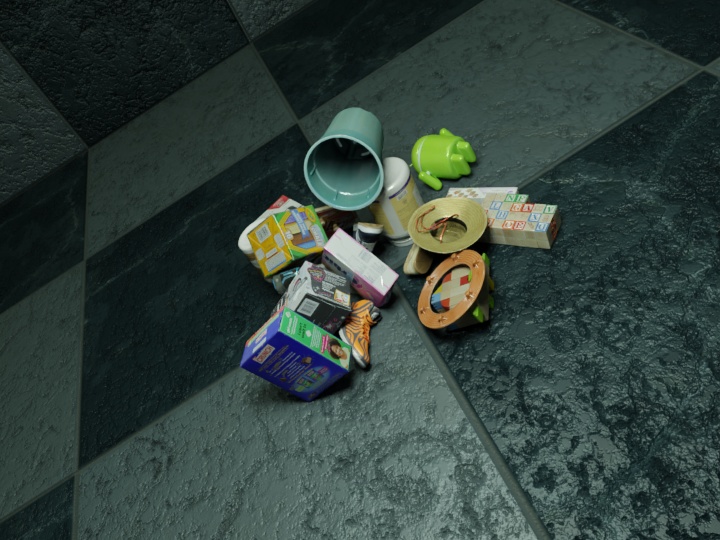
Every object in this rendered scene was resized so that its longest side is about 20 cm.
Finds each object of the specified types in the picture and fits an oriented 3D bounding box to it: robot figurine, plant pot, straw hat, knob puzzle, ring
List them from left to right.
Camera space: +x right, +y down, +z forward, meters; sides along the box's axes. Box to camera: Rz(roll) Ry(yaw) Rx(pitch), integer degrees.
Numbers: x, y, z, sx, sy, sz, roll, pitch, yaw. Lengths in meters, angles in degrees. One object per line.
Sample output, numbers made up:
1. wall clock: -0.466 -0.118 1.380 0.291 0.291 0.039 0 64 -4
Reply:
1. knob puzzle: -0.090 -0.125 1.779 0.216 0.220 0.031 -29 70 4
2. plant pot: -0.024 -0.293 1.568 0.195 0.203 0.199 -12 37 22
3. robot figurine: 0.228 -0.323 1.791 0.196 0.116 0.179 11 68 40
4. ring: 0.199 0.038 1.418 0.200 0.019 0.203 -41 28 27
5. straw hat: 0.219 -0.087 1.552 0.195 0.086 0.205 -11 46 11

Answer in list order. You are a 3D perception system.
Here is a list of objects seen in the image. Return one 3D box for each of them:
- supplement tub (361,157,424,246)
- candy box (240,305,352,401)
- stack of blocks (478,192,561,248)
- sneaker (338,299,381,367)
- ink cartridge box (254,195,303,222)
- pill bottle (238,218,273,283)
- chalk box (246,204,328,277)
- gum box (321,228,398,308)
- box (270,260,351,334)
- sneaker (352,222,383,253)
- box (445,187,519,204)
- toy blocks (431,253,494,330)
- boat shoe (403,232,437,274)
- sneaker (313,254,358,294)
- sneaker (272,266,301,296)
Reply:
1. supplement tub: 0.092 -0.179 1.673 0.142 0.202 0.148 -17 42 16
2. candy box: -0.145 0.193 1.424 0.168 0.197 0.078 -40 31 35
3. stack of blocks: 0.384 -0.124 1.541 0.196 0.059 0.117 9 55 38
4. sneaker: 0.006 0.137 1.516 0.110 0.078 0.202 -32 40 2
5. ink cartridge box: -0.217 -0.128 1.912 0.144 0.085 0.198 -45 42 -15
6. pill bottle: -0.238 -0.033 1.738 0.112 0.202 0.116 -21 38 18
7. chalk box: -0.168 -0.079 1.616 0.124 0.127 0.198 -29 -6 39
8. gum box: 0.000 0.000 1.555 0.198 0.114 0.067 38 71 6
9. box: -0.125 0.099 1.531 0.201 0.129 0.116 -53 27 32
10. sneaker: 0.014 -0.068 1.654 0.068 0.112 0.200 6 3 -10
11. box: 0.321 -0.191 1.662 0.196 0.042 0.039 4 52 36
12. toy blocks: 0.226 0.056 1.456 0.134 0.100 0.204 -21 40 31
13. boat shoe: 0.168 -0.073 1.622 0.064 0.071 0.202 -15 35 52
14. sneaker: -0.031 -0.001 1.647 0.195 0.117 0.075 -6 44 26
15. sneaker: -0.138 0.041 1.619 0.081 0.199 0.075 -27 68 22
